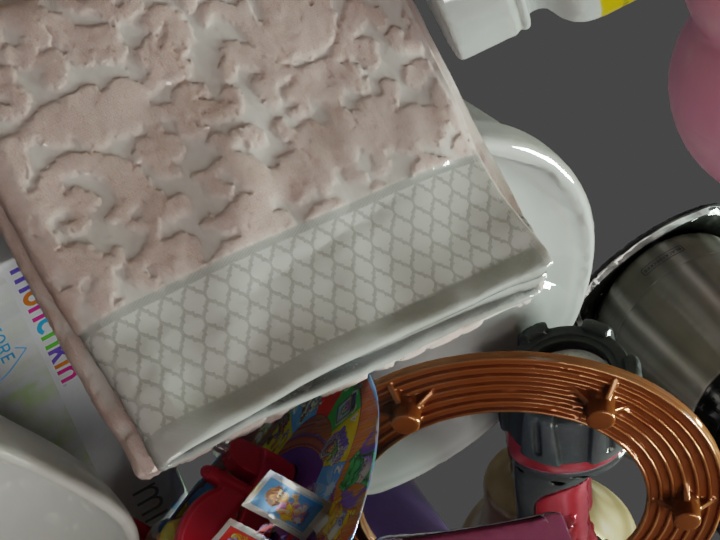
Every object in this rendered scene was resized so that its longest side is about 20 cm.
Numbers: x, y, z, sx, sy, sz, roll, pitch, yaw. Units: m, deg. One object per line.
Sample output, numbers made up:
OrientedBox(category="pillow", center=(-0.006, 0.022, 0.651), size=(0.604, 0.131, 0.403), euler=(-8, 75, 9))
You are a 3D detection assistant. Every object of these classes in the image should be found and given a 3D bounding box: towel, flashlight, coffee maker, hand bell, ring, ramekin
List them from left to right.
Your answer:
OrientedBox(category="towel", center=(-0.043, -0.042, 0.723), size=(0.199, 0.192, 0.032), euler=(-24, 170, -30))
OrientedBox(category="ramekin", center=(0.000, 0.000, 0.866), size=(0.202, 0.094, 0.203), euler=(-20, 136, -20))
OrientedBox(category="ring", center=(0.065, 0.109, 0.854), size=(0.199, 0.019, 0.201), euler=(1, 135, 1))
OrientedBox(category="hand bell", center=(0.086, 0.088, 1.005), size=(0.104, 0.104, 0.200), euler=(-28, 135, -12))
OrientedBox(category="flashlight", center=(0.104, 0.111, 0.918), size=(0.068, 0.068, 0.201), euler=(-8, 136, 3))
OrientedBox(category="coffee maker", center=(0.229, 0.087, 1.030), size=(0.135, 0.200, 0.192), euler=(-48, 138, 12))

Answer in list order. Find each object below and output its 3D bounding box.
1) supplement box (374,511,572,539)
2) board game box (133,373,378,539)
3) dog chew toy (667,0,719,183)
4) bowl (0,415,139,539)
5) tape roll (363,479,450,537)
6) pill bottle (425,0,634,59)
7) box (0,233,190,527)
OrientedBox(category="supplement box", center=(0.005, 0.189, 0.834), size=(0.110, 0.086, 0.200), euler=(-1, 151, -41))
OrientedBox(category="board game box", center=(-0.070, 0.109, 0.742), size=(0.039, 0.158, 0.200), euler=(34, 103, -20))
OrientedBox(category="dog chew toy", center=(0.204, -0.130, 0.885), size=(0.124, 0.125, 0.201), euler=(-23, 129, -17))
OrientedBox(category="bowl", center=(-0.204, 0.114, 0.694), size=(0.200, 0.075, 0.200), euler=(-47, 136, 11))
OrientedBox(category="tape roll", center=(-0.032, 0.198, 1.027), size=(0.199, 0.085, 0.201), euler=(-19, 135, -20))
OrientedBox(category="pill bottle", center=(0.108, -0.171, 0.764), size=(0.199, 0.115, 0.114), euler=(-27, 139, 3))
OrientedBox(category="box", center=(-0.181, 0.060, 0.788), size=(0.176, 0.097, 0.200), euler=(-26, 136, -11))
